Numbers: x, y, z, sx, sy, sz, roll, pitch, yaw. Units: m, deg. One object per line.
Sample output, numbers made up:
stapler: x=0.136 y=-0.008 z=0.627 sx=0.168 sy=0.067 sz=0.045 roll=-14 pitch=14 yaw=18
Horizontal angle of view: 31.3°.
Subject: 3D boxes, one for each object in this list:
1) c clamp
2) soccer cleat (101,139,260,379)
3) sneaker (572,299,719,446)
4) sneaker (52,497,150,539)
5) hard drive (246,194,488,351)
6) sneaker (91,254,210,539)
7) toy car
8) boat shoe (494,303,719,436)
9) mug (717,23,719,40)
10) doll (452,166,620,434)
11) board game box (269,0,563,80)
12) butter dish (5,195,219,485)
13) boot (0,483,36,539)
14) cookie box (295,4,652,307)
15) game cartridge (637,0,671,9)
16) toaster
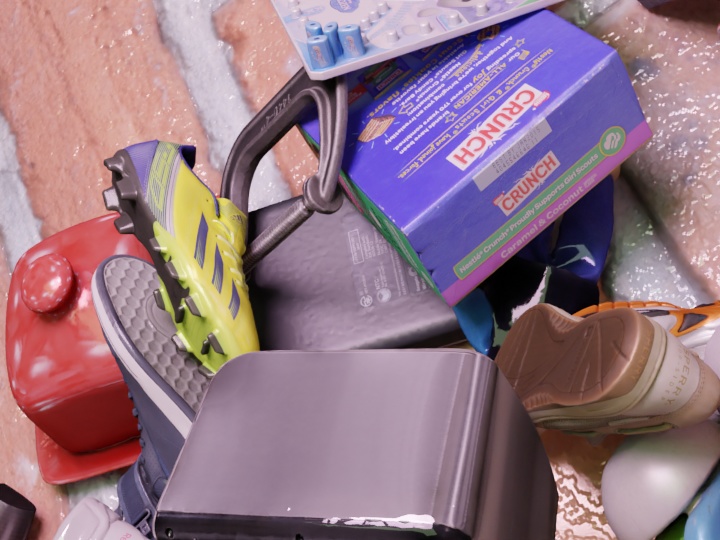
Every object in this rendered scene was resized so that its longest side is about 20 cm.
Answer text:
c clamp: x=-0.058 y=-0.043 z=0.865 sx=0.200 sy=0.027 sz=0.173 roll=-43 pitch=41 yaw=45
soccer cleat: x=-0.101 y=-0.013 z=0.831 sx=0.083 sy=0.065 sz=0.201 roll=-15 pitch=53 yaw=-27
sneaker: x=0.222 y=0.065 z=0.778 sx=0.197 sy=0.076 sz=0.093 roll=-3 pitch=97 yaw=15
sneaker: x=-0.138 y=0.230 z=0.818 sx=0.098 sy=0.201 sz=0.078 roll=20 pitch=56 yaw=18
hard drive: x=0.000 y=0.000 z=0.915 sx=0.197 sy=0.033 sz=0.141 roll=-17 pitch=62 yaw=10
sneaker: x=-0.142 y=0.104 z=0.860 sx=0.146 sy=0.077 sz=0.203 roll=-43 pitch=77 yaw=38
toy car: x=0.235 y=0.119 z=0.659 sx=0.175 sy=0.150 sz=0.201 roll=41 pitch=93 yaw=3
boat shoe: x=0.127 y=0.061 z=0.710 sx=0.073 sy=0.064 sz=0.200 roll=-66 pitch=13 yaw=-12
mug: x=0.328 y=-0.193 z=0.813 sx=0.133 sy=0.178 sz=0.200 roll=41 pitch=96 yaw=-6
doll: x=0.125 y=0.014 z=0.839 sx=0.135 sy=0.049 sz=0.202 roll=17 pitch=71 yaw=-1
board game box: x=0.037 y=-0.209 z=0.883 sx=0.197 sy=0.026 sz=0.201 roll=-19 pitch=34 yaw=-4
butter dish: x=-0.194 y=0.033 z=0.952 sx=0.198 sy=0.148 sz=0.202 roll=-18 pitch=62 yaw=19
boot: x=-0.357 y=0.240 z=1.013 sx=0.187 sy=0.068 sz=0.202 roll=26 pitch=89 yaw=26
cookie box: x=0.064 y=-0.097 z=0.843 sx=0.171 sy=0.075 sz=0.200 roll=-39 pitch=37 yaw=-1
game cartridge: x=0.267 y=-0.262 z=0.860 sx=0.038 sy=0.130 sz=0.200 roll=44 pitch=92 yaw=-10
toaster: x=0.014 y=0.138 z=0.697 sx=0.197 sy=0.181 sz=0.120 roll=-3 pitch=53 yaw=24
